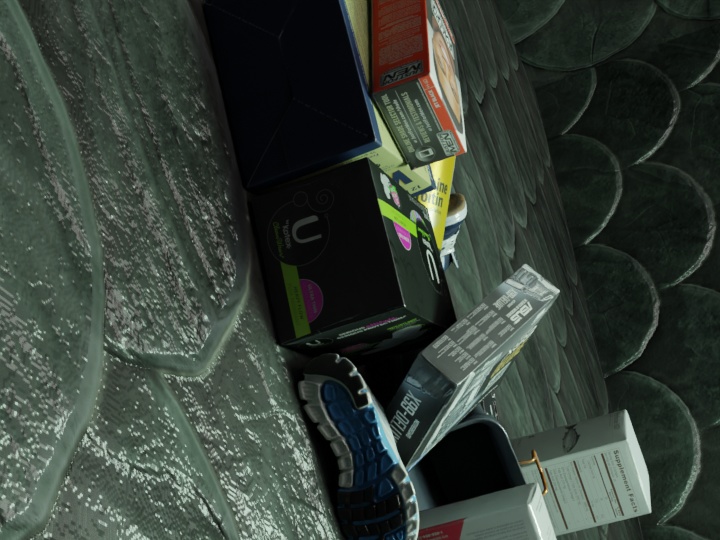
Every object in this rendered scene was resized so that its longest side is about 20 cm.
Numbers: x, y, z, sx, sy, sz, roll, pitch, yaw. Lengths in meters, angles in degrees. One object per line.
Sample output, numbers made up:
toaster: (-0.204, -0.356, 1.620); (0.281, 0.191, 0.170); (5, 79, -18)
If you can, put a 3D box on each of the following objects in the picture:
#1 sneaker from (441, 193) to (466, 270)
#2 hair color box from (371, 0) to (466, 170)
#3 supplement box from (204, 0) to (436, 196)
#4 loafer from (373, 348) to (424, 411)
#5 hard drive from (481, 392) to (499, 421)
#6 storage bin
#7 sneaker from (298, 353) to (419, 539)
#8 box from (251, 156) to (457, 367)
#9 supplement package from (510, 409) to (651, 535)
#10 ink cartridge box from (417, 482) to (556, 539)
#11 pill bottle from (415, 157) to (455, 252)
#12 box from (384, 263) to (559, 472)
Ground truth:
sneaker: (0.098, -0.038, 1.493); (0.200, 0.070, 0.109); (-159, -129, -75)
hair color box: (0.055, -0.203, 1.148); (0.200, 0.061, 0.102); (-89, 156, -45)
supplement box: (-0.035, -0.171, 1.168); (0.200, 0.134, 0.201); (24, 50, -68)
loafer: (0.055, 0.081, 1.294); (0.070, 0.068, 0.201); (21, 44, -18)
hard drive: (0.161, 0.216, 1.541); (0.140, 0.038, 0.201); (45, 34, -69)
storage bin: (0.127, 0.226, 1.308); (0.134, 0.145, 0.200); (-94, 161, -69)
sneaker: (0.008, 0.168, 1.074); (0.087, 0.075, 0.201); (-10, 83, -80)
box: (0.000, 0.000, 1.126); (0.200, 0.124, 0.149); (29, 45, -69)
supplement package: (0.301, 0.294, 1.667); (0.117, 0.199, 0.118); (-52, 122, -71)
ink cartridge box: (0.140, 0.337, 1.194); (0.083, 0.145, 0.201); (-23, 96, -75)
pill bottle: (0.046, -0.107, 1.296); (0.112, 0.112, 0.201); (22, 76, -69)
box: (0.100, 0.098, 1.153); (0.050, 0.158, 0.200); (40, 43, 15)
